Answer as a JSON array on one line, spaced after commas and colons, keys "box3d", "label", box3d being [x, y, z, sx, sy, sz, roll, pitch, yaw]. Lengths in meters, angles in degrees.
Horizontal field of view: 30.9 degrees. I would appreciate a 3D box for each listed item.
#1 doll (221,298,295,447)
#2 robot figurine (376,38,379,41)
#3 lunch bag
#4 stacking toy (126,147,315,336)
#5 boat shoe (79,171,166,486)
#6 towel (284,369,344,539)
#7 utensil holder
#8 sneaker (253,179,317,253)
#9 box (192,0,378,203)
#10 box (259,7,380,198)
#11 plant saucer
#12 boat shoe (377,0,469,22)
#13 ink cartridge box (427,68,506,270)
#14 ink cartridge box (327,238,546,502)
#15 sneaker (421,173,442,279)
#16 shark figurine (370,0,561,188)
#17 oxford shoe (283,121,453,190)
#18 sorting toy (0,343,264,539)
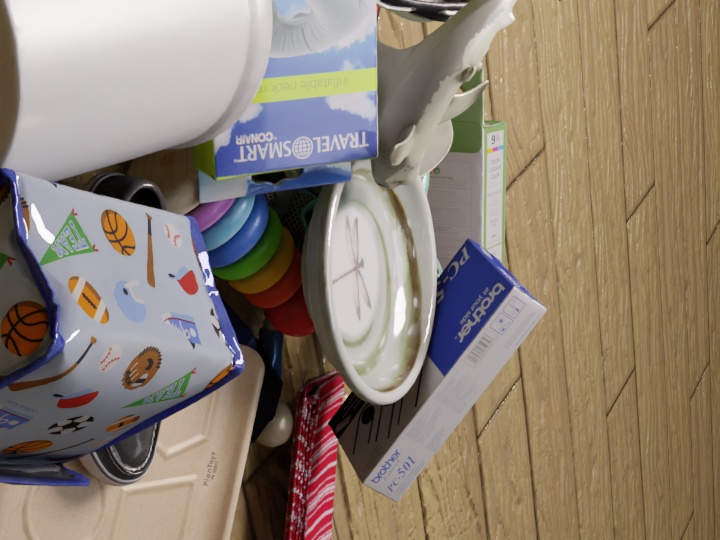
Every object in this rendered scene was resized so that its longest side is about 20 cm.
[{"box3d": [-0.097, 0.080, 1.025, 0.138, 0.048, 0.201, -66, 147, -27], "label": "doll"}, {"box3d": [-0.070, -0.190, 0.948, 0.175, 0.115, 0.202, 38, 61, -37], "label": "robot figurine"}, {"box3d": [-0.192, 0.052, 0.707, 0.169, 0.198, 0.125, 18, 47, -61], "label": "lunch bag"}, {"box3d": [-0.083, -0.017, 0.953, 0.200, 0.084, 0.086, 50, 52, -40], "label": "stacking toy"}, {"box3d": [-0.145, 0.038, 0.830, 0.069, 0.066, 0.204, 2, 89, -41], "label": "boat shoe"}, {"box3d": [-0.038, 0.195, 1.146, 0.145, 0.022, 0.204, -12, 107, -79], "label": "towel"}, {"box3d": [-0.172, -0.136, 0.723, 0.199, 0.168, 0.173, -26, 118, -54], "label": "utensil holder"}, {"box3d": [-0.039, -0.015, 1.069, 0.200, 0.090, 0.079, 35, 66, -58], "label": "sneaker"}, {"box3d": [-0.051, -0.144, 0.837, 0.120, 0.048, 0.203, -10, 109, -24], "label": "box"}, {"box3d": [-0.044, -0.170, 1.081, 0.136, 0.037, 0.203, 30, 70, -59], "label": "box"}, {"box3d": [0.000, 0.000, 0.986, 0.199, 0.050, 0.204, -2, 90, -65], "label": "plant saucer"}, {"box3d": [0.015, -0.215, 0.911, 0.198, 0.060, 0.075, 11, 85, -45], "label": "boat shoe"}, {"box3d": [0.084, -0.097, 1.263, 0.059, 0.102, 0.203, -23, 115, -58], "label": "ink cartridge box"}, {"box3d": [0.059, 0.080, 1.068, 0.044, 0.094, 0.201, 32, 100, -31], "label": "ink cartridge box"}, {"box3d": [0.022, -0.033, 1.182, 0.140, 0.076, 0.203, 131, -48, -79], "label": "sneaker"}, {"box3d": [0.047, -0.152, 0.888, 0.216, 0.089, 0.128, -54, 169, 17], "label": "shark figurine"}, {"box3d": [0.018, -0.107, 1.063, 0.199, 0.057, 0.076, -16, 80, -47], "label": "oxford shoe"}, {"box3d": [-0.165, 0.123, 0.883, 0.198, 0.036, 0.188, 19, 78, -40], "label": "sorting toy"}]
